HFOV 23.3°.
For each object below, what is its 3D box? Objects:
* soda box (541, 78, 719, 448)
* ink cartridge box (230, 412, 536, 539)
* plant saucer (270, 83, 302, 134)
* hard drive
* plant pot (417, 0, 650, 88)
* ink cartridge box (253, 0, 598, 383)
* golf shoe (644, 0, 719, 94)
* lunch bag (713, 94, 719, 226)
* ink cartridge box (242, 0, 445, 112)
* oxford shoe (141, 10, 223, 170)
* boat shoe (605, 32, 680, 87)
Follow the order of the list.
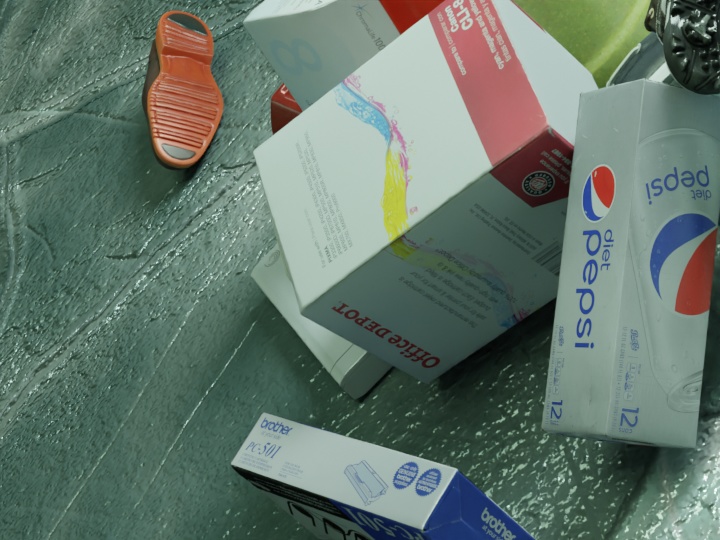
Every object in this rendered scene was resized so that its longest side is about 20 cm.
[{"bbox_3d":[0.157,-0.003,0.991,0.068,0.063,0.201,-5,77,64],"label":"soda box"},{"bbox_3d":[0.013,0.142,1.057,0.200,0.094,0.044,9,61,53],"label":"ink cartridge box"},{"bbox_3d":[0.008,-0.180,1.447,0.200,0.037,0.200,-50,22,-3],"label":"plant saucer"},{"bbox_3d":[0.000,0.000,1.295,0.132,0.027,0.200,-46,31,1],"label":"hard drive"},{"bbox_3d":[0.108,-0.214,1.254,0.200,0.184,0.201,-30,36,25],"label":"plant pot"},{"bbox_3d":[0.058,-0.053,1.122,0.200,0.145,0.145,-36,50,20],"label":"ink cartridge box"},{"bbox_3d":[0.209,-0.146,1.029,0.095,0.078,0.200,-56,2,43],"label":"golf shoe"},{"bbox_3d":[0.286,-0.088,1.000,0.200,0.082,0.161,-47,31,0],"label":"lunch bag"},{"bbox_3d":[0.027,-0.134,1.242,0.199,0.160,0.047,3,45,51],"label":"ink cartridge box"},{"bbox_3d":[-0.174,-0.156,1.657,0.201,0.071,0.073,-90,24,-45],"label":"oxford shoe"},{"bbox_3d":[0.239,-0.162,1.146,0.200,0.076,0.060,-40,38,9],"label":"boat shoe"}]
